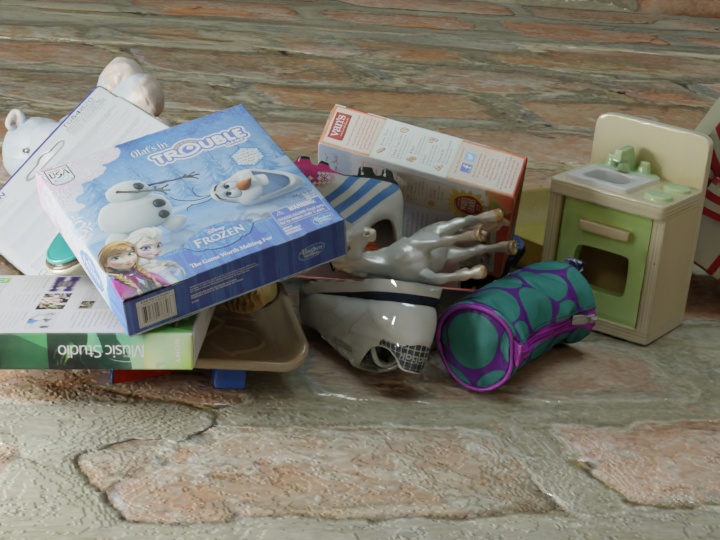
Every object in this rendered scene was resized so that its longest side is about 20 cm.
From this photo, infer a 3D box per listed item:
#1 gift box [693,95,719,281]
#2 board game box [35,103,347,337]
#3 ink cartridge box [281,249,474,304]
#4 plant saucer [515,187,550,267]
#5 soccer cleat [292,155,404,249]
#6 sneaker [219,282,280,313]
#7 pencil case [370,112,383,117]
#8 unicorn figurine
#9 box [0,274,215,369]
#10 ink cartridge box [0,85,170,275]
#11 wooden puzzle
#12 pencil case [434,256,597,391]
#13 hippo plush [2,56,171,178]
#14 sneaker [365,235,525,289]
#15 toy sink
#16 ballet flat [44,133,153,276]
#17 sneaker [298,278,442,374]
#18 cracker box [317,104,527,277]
[{"bbox_3d":[0.423,-0.085,1.838,0.184,0.201,0.187,28,15,-7],"label":"gift box"},{"bbox_3d":[-0.144,-0.048,1.432,0.199,0.044,0.199,-21,42,-21],"label":"board game box"},{"bbox_3d":[0.000,0.000,1.643,0.198,0.044,0.174,5,-7,-8],"label":"ink cartridge box"},{"bbox_3d":[0.218,-0.039,1.940,0.199,0.049,0.199,-7,22,-39],"label":"plant saucer"},{"bbox_3d":[-0.038,-0.054,1.573,0.199,0.087,0.070,3,-17,-36],"label":"soccer cleat"},{"bbox_3d":[-0.112,-0.021,1.544,0.090,0.076,0.199,-20,26,-29],"label":"sneaker"},{"bbox_3d":[0.041,-0.112,1.934,0.088,0.089,0.200,19,-4,34],"label":"pencil case"},{"bbox_3d":[0.057,-0.019,1.551,0.136,0.075,0.200,-6,-7,26],"label":"unicorn figurine"},{"bbox_3d":[-0.226,0.042,1.422,0.198,0.037,0.144,-1,19,4],"label":"box"},{"bbox_3d":[-0.269,-0.076,1.673,0.200,0.200,0.041,33,-12,50],"label":"ink cartridge box"},{"bbox_3d":[-0.156,0.059,1.503,0.198,0.047,0.185,-1,18,-11],"label":"wooden puzzle"},{"bbox_3d":[0.148,0.048,1.579,0.092,0.086,0.200,15,20,28],"label":"pencil case"},{"bbox_3d":[-0.320,-0.158,1.919,0.160,0.161,0.199,-7,23,-39],"label":"hippo plush"},{"bbox_3d":[0.076,-0.033,1.776,0.198,0.076,0.079,4,57,-11],"label":"sneaker"},{"bbox_3d":[0.264,-0.045,1.725,0.130,0.202,0.112,18,20,28],"label":"toy sink"},{"bbox_3d":[-0.209,-0.043,1.515,0.069,0.070,0.200,13,45,20],"label":"ballet flat"},{"bbox_3d":[-0.001,0.051,1.542,0.076,0.081,0.200,5,-4,-29],"label":"sneaker"},{"bbox_3d":[0.058,-0.078,1.685,0.198,0.134,0.058,16,56,8],"label":"cracker box"}]
